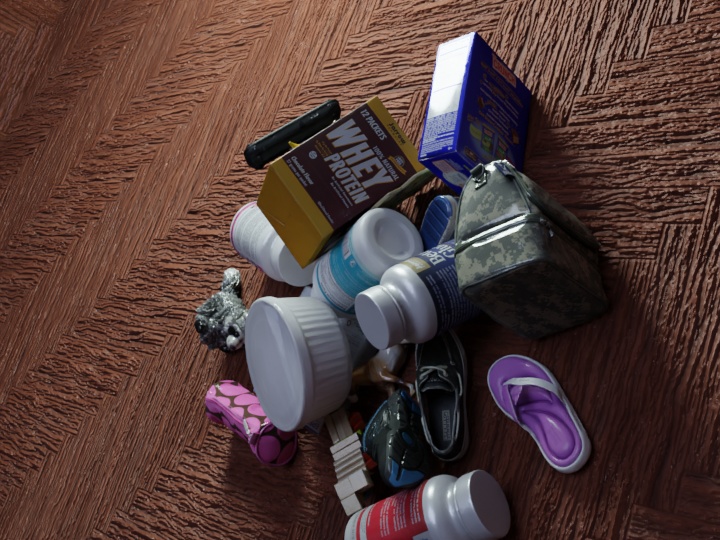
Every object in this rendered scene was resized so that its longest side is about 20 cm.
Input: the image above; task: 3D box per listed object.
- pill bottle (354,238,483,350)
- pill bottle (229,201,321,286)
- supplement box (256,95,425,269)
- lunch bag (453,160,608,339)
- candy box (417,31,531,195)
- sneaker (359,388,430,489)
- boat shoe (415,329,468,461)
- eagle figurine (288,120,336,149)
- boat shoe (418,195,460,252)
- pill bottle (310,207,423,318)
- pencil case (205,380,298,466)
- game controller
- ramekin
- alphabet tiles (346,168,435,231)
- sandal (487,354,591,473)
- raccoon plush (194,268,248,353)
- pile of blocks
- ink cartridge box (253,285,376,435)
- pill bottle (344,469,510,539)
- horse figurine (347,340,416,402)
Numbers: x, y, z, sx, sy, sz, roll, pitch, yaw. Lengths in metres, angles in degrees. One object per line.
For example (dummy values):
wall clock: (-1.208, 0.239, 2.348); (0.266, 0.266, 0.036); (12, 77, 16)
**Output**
pill bottle: (0.096, 0.031, 1.276); (0.199, 0.112, 0.111); (-24, 31, -26)
pill bottle: (-0.142, -0.046, 1.642); (0.114, 0.113, 0.200); (-60, 34, 0)
supplement box: (-0.034, -0.131, 1.451); (0.200, 0.133, 0.197); (-35, -4, -18)
lunch bag: (0.212, -0.031, 1.200); (0.139, 0.200, 0.169); (-28, 50, 32)
candy box: (0.172, -0.214, 1.378); (0.077, 0.169, 0.201); (-7, 62, 40)
sneaker: (0.043, 0.239, 1.251); (0.082, 0.073, 0.200); (-40, 11, 15)
boat shoe: (0.110, 0.155, 1.278); (0.070, 0.064, 0.201); (-14, 65, 14)
eagle figurine: (-0.067, -0.184, 1.673); (0.151, 0.151, 0.200); (-31, -7, -22)
boat shoe: (0.115, -0.020, 1.391); (0.072, 0.072, 0.201); (59, 136, 37)
pill bottle: (0.000, 0.000, 1.400); (0.200, 0.110, 0.111); (-43, 39, 49)
pencil case: (-0.185, 0.244, 1.539); (0.200, 0.093, 0.091); (20, 100, 52)
game controller: (-0.123, -0.250, 1.731); (0.199, 0.042, 0.104); (-30, -1, -6)
ramekin: (-0.089, 0.131, 1.391); (0.202, 0.094, 0.204); (31, 126, 55)
alphabet tiles: (0.064, -0.117, 1.438); (0.166, 0.200, 0.006); (-38, 86, 40)
sandal: (0.220, 0.168, 1.188); (0.083, 0.050, 0.203); (-52, 40, 9)
raccoon plush: (-0.218, 0.060, 1.696); (0.133, 0.097, 0.201); (-16, 56, 31)
pile of blocks: (0.002, 0.270, 1.336); (0.062, 0.082, 0.200); (-31, 30, 10)
ink cartridge box: (-0.067, 0.143, 1.517); (0.196, 0.043, 0.201); (24, 87, 49)
pill bottle: (0.085, 0.327, 1.187); (0.200, 0.112, 0.113); (-32, 47, 30)
horse figurine: (0.058, 0.126, 1.388); (0.132, 0.050, 0.201); (31, 93, 45)
